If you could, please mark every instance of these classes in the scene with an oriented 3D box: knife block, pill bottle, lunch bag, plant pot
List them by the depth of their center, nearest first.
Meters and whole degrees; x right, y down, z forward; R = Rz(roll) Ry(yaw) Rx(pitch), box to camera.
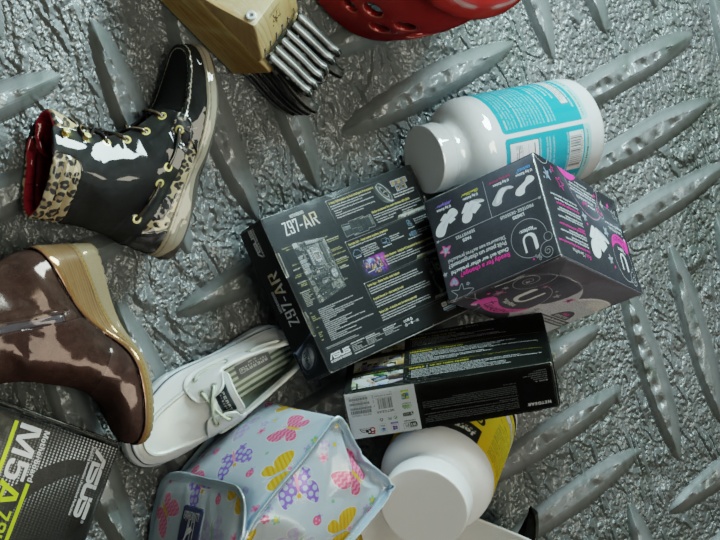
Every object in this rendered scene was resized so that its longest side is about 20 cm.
[{"bbox_3d":[-0.099,0.223,1.580,0.200,0.170,0.127,-48,117,-21],"label":"lunch bag"},{"bbox_3d":[-0.112,-0.228,1.614,0.200,0.176,0.064,29,71,14],"label":"knife block"},{"bbox_3d":[0.066,-0.323,1.648,0.200,0.182,0.201,-4,98,-32],"label":"plant pot"},{"bbox_3d":[0.084,0.184,1.676,0.200,0.112,0.113,-57,130,-63],"label":"pill bottle"},{"bbox_3d":[0.144,-0.130,1.754,0.200,0.111,0.111,-13,101,-33],"label":"pill bottle"}]

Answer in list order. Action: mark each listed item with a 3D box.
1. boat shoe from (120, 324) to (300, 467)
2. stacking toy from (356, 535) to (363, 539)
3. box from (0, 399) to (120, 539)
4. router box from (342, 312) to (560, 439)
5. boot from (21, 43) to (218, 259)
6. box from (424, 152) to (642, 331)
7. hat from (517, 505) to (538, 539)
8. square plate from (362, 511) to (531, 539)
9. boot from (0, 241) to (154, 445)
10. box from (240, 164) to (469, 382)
[{"bbox_3d":[-0.136,0.114,1.609,0.200,0.067,0.074,-40,114,-25],"label":"boat shoe"},{"bbox_3d":[-0.040,0.282,1.669,0.146,0.146,0.200,43,54,-28],"label":"stacking toy"},{"bbox_3d":[-0.331,0.213,1.498,0.193,0.047,0.200,25,80,-31],"label":"box"},{"bbox_3d":[0.087,0.100,1.654,0.200,0.149,0.051,-9,106,6],"label":"router box"},{"bbox_3d":[-0.216,-0.119,1.539,0.150,0.073,0.200,12,92,-34],"label":"boot"},{"bbox_3d":[0.174,-0.019,1.715,0.200,0.132,0.115,22,49,-56],"label":"box"},{"bbox_3d":[0.115,0.326,1.765,0.081,0.201,0.201,22,79,4],"label":"hat"},{"bbox_3d":[0.050,0.323,1.692,0.198,0.200,0.028,-63,153,-13],"label":"square plate"},{"bbox_3d":[-0.280,0.082,1.502,0.166,0.072,0.200,-22,94,-37],"label":"boot"},{"bbox_3d":[0.000,0.000,1.663,0.200,0.044,0.160,-23,87,-38],"label":"box"}]
